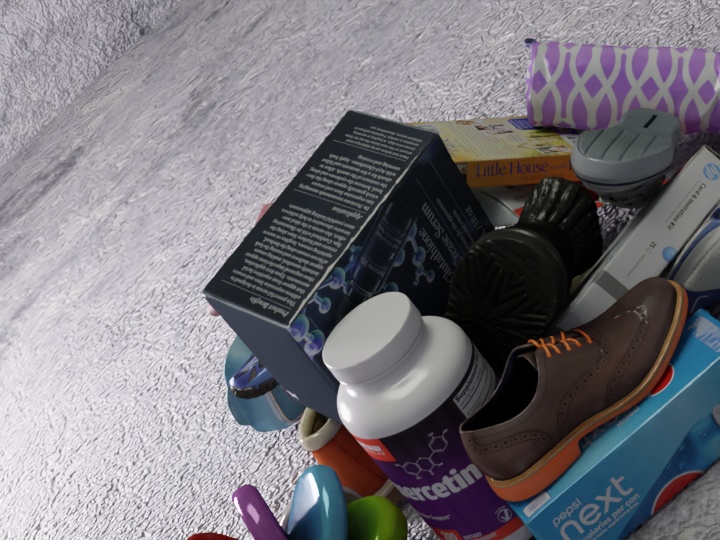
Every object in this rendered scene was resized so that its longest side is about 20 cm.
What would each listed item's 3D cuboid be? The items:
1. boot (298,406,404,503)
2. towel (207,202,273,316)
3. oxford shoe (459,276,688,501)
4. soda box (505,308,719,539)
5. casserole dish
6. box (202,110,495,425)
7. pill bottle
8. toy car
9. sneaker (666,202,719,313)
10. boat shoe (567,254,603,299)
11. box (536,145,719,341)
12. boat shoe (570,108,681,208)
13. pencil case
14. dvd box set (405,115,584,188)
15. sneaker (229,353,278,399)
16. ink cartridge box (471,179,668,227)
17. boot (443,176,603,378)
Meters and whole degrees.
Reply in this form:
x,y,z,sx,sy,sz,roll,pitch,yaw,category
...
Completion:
x,y,z,sx,sy,sz,roll,pitch,yaw,category
0.012,0.112,1.332,0.075,0.107,0.200,-28,23,36,boot
-0.054,-0.045,1.387,0.200,0.023,0.144,-31,24,44,towel
0.152,0.068,1.077,0.200,0.073,0.071,-46,26,-14,oxford shoe
0.198,0.122,1.093,0.200,0.068,0.064,-40,26,-1,soda box
-0.059,0.071,1.502,0.039,0.121,0.200,10,51,36,casserole dish
0.000,0.000,1.221,0.107,0.149,0.200,20,66,43,box
0.059,0.113,1.144,0.112,0.200,0.113,-31,26,17,pill bottle
-0.061,0.231,1.174,0.200,0.150,0.175,-41,24,-3,toy car
0.319,-0.022,1.148,0.081,0.115,0.200,-39,-15,-49,sneaker
0.125,0.001,1.396,0.200,0.074,0.076,-23,29,38,boat shoe
0.207,0.006,1.235,0.200,0.041,0.156,-49,-4,-20,box
0.220,-0.080,1.241,0.073,0.067,0.200,15,21,24,boat shoe
0.246,-0.164,1.408,0.199,0.085,0.084,6,80,13,pencil case
0.136,-0.111,1.413,0.199,0.029,0.146,-5,20,-11,dvd box set
-0.067,0.033,1.423,0.200,0.078,0.075,-56,-1,-24,sneaker
0.177,-0.079,1.410,0.162,0.050,0.200,-19,5,-37,ink cartridge box
0.136,-0.014,1.169,0.158,0.079,0.211,-48,-7,-26,boot
